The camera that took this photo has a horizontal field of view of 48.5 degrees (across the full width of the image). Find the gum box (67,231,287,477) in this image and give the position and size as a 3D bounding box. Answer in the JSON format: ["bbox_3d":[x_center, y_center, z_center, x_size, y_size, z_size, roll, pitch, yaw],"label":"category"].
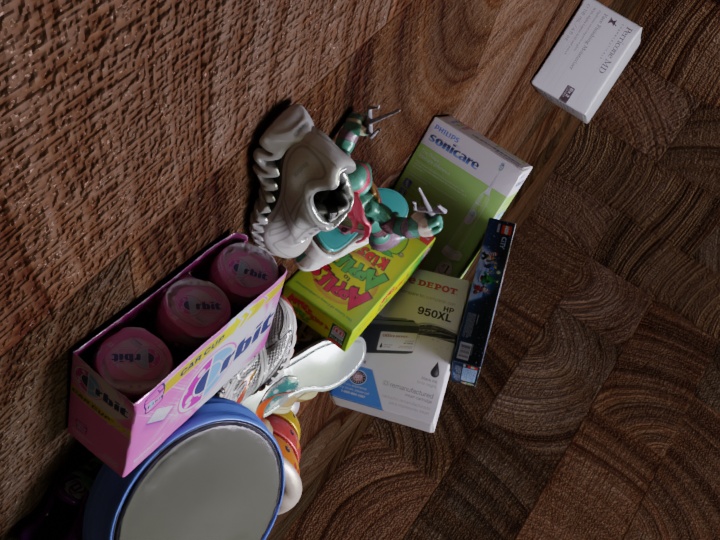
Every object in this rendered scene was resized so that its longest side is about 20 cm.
[{"bbox_3d":[-0.148,0.064,0.679,0.200,0.066,0.114,-44,165,-43],"label":"gum box"}]

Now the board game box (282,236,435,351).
[{"bbox_3d":[0.000,0.000,1.015,0.200,0.102,0.048,-47,166,-38],"label":"board game box"}]

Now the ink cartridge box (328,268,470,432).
[{"bbox_3d":[0.056,0.098,1.080,0.084,0.144,0.200,78,28,-70],"label":"ink cartridge box"}]

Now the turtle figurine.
[{"bbox_3d":[0.007,-0.081,0.788,0.101,0.150,0.200,-25,171,-5],"label":"turtle figurine"}]

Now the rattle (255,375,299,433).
[{"bbox_3d":[-0.158,0.188,0.891,0.130,0.143,0.200,-40,150,-53],"label":"rattle"}]

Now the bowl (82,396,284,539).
[{"bbox_3d":[-0.154,0.217,0.739,0.200,0.039,0.201,-17,116,-40],"label":"bowl"}]

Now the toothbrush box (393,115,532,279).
[{"bbox_3d":[0.127,-0.099,1.147,0.200,0.145,0.086,-61,167,22],"label":"toothbrush box"}]

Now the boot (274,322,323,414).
[{"bbox_3d":[-0.078,0.107,1.076,0.156,0.073,0.200,-62,161,10],"label":"boot"}]

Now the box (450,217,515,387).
[{"bbox_3d":[0.165,0.047,1.082,0.137,0.038,0.200,72,33,-71],"label":"box"}]

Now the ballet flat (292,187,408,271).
[{"bbox_3d":[-0.016,-0.049,0.944,0.200,0.069,0.070,-32,155,-53],"label":"ballet flat"}]

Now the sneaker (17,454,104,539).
[{"bbox_3d":[-0.221,0.186,0.720,0.200,0.074,0.088,-52,163,-13],"label":"sneaker"}]

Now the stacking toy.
[{"bbox_3d":[-0.135,0.240,1.168,0.200,0.146,0.146,-70,-175,-52],"label":"stacking toy"}]

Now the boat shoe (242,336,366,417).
[{"bbox_3d":[-0.083,0.119,0.982,0.200,0.060,0.076,-15,116,-36],"label":"boat shoe"}]

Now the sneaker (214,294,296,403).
[{"bbox_3d":[-0.137,0.107,0.822,0.200,0.078,0.082,-53,167,-12],"label":"sneaker"}]

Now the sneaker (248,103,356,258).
[{"bbox_3d":[-0.050,-0.058,0.714,0.075,0.081,0.200,-52,170,-24],"label":"sneaker"}]

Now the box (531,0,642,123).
[{"bbox_3d":[0.466,-0.426,1.644,0.199,0.131,0.200,-59,168,13],"label":"box"}]
